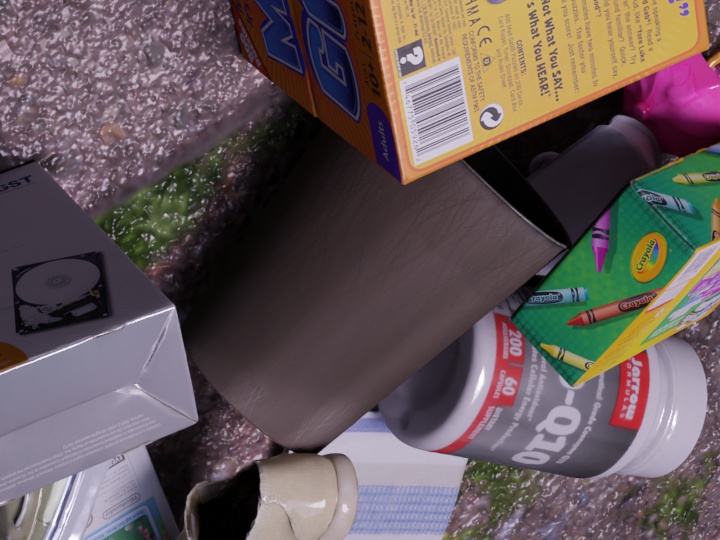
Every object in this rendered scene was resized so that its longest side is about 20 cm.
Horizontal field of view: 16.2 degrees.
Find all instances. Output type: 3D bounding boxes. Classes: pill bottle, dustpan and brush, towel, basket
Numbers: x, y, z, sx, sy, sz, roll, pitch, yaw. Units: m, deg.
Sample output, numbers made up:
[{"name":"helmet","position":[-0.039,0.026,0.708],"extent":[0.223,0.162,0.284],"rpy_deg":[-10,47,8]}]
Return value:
[{"name":"pill bottle","position":[0.118,0.071,1.607],"extent":[0.199,0.114,0.115],"rpy_deg":[12,107,-34]},{"name":"dustpan and brush","position":[0.156,-0.035,1.608],"extent":[0.139,0.058,0.200],"rpy_deg":[-35,136,25]},{"name":"towel","position":[-0.008,0.172,1.642],"extent":[0.146,0.024,0.201],"rpy_deg":[3,114,-34]},{"name":"basket","position":[0.000,0.000,1.480],"extent":[0.200,0.181,0.136],"rpy_deg":[-48,138,11]}]

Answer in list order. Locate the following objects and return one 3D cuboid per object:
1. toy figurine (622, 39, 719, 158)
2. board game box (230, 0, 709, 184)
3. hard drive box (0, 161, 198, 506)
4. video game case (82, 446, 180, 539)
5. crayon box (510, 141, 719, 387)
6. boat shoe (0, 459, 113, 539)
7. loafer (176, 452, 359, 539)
[{"name":"toy figurine","position":[0.249,-0.142,1.594],"extent":[0.184,0.151,0.200],"rpy_deg":[-40,153,9]},{"name":"board game box","position":[0.044,-0.204,1.370],"extent":[0.199,0.200,0.201],"rpy_deg":[-24,124,-18]},{"name":"hard drive box","position":[-0.200,0.035,1.347],"extent":[0.155,0.200,0.077],"rpy_deg":[-22,123,-20]},{"name":"video game case","position":[-0.202,0.196,1.539],"extent":[0.199,0.024,0.183],"rpy_deg":[-29,126,-16]},{"name":"crayon box","position":[0.185,-0.012,1.494],"extent":[0.119,0.058,0.200],"rpy_deg":[-51,164,31]},{"name":"boat shoe","position":[-0.186,0.127,1.467],"extent":[0.062,0.072,0.201],"rpy_deg":[21,98,-12]},{"name":"loafer","position":[-0.081,0.161,1.499],"extent":[0.068,0.076,0.200],"rpy_deg":[22,133,-30]}]
